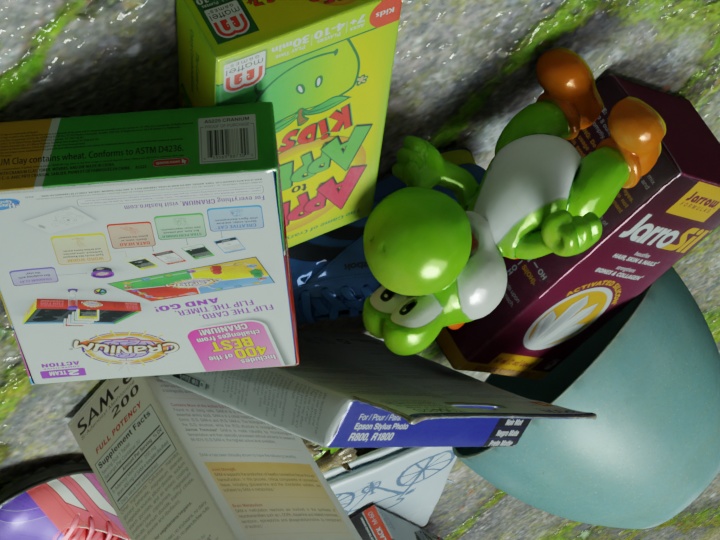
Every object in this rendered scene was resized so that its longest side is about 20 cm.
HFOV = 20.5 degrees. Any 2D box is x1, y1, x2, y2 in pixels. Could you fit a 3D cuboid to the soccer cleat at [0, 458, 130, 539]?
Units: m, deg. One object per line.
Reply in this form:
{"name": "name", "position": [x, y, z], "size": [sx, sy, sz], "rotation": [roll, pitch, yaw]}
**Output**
{"name": "soccer cleat", "position": [-0.168, 0.174, 1.328], "size": [0.068, 0.073, 0.200], "rotation": [-42, 153, 22]}

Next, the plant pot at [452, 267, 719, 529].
{"name": "plant pot", "position": [0.181, 0.101, 1.397], "size": [0.200, 0.135, 0.200], "rotation": [-45, -171, 9]}

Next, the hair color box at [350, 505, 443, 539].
{"name": "hair color box", "position": [0.042, 0.268, 1.642], "size": [0.064, 0.111, 0.200], "rotation": [-33, 158, 9]}

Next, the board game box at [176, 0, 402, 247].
{"name": "board game box", "position": [-0.040, -0.082, 1.033], "size": [0.101, 0.048, 0.200], "rotation": [-23, 153, -17]}

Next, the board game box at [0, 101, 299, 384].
{"name": "board game box", "position": [-0.112, -0.008, 1.027], "size": [0.152, 0.041, 0.200], "rotation": [-4, 150, -1]}

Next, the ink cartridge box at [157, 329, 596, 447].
{"name": "ink cartridge box", "position": [0.011, 0.080, 1.230], "size": [0.199, 0.199, 0.041], "rotation": [6, 99, -50]}

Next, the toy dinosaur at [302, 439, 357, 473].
{"name": "toy dinosaur", "position": [-0.062, 0.136, 1.406], "size": [0.101, 0.058, 0.200], "rotation": [-25, 178, -12]}

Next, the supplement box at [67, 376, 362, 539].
{"name": "supplement box", "position": [-0.079, 0.152, 1.238], "size": [0.074, 0.200, 0.126], "rotation": [-46, 150, 24]}

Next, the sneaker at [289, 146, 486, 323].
{"name": "sneaker", "position": [0.000, 0.000, 1.194], "size": [0.199, 0.079, 0.066], "rotation": [-25, 156, -8]}

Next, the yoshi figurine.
{"name": "yoshi figurine", "position": [0.075, -0.040, 1.125], "size": [0.200, 0.112, 0.112], "rotation": [-44, -165, -14]}

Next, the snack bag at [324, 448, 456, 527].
{"name": "snack bag", "position": [-0.009, 0.192, 1.597], "size": [0.188, 0.021, 0.200], "rotation": [-21, 156, -18]}

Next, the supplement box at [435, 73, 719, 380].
{"name": "supplement box", "position": [0.138, -0.024, 1.286], "size": [0.200, 0.086, 0.110], "rotation": [-43, 152, 24]}
